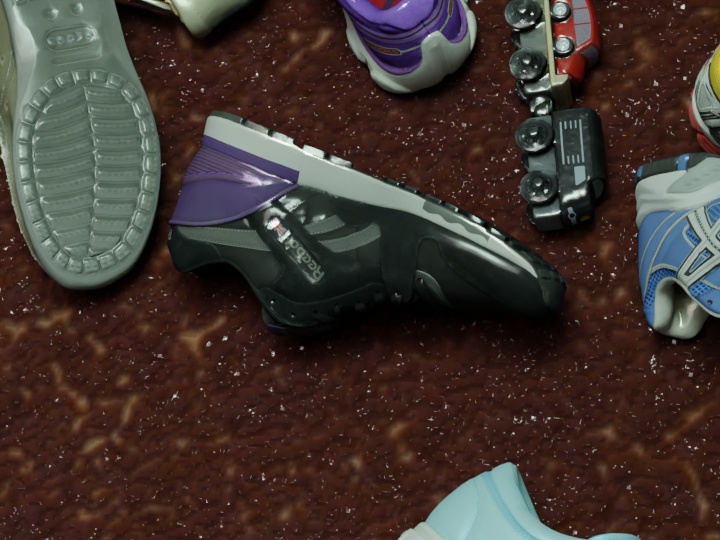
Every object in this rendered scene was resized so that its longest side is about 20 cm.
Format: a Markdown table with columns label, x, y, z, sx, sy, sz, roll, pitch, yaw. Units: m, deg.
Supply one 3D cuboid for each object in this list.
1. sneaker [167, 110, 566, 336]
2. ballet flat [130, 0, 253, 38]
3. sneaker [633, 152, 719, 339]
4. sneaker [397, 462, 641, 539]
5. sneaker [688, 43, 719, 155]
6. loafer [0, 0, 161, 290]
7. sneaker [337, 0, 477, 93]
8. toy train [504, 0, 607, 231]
| label | x | y | z | sx | sy | sz | roll | pitch | yaw |
| --- | --- | --- | --- | --- | --- | --- | --- | --- | --- |
| sneaker | 0.000 | 0.000 | 1.209 | 0.200 | 0.076 | 0.088 | 23 | 88 | 26 |
| ballet flat | -0.135 | -0.185 | 1.324 | 0.200 | 0.070 | 0.069 | 38 | 79 | 25 |
| sneaker | 0.190 | -0.014 | 1.117 | 0.075 | 0.200 | 0.077 | 13 | 78 | -25 |
| sneaker | 0.105 | 0.155 | 1.099 | 0.082 | 0.074 | 0.200 | -46 | 64 | -5 |
| sneaker | 0.247 | -0.105 | 1.172 | 0.199 | 0.082 | 0.078 | -25 | 74 | 2 |
| loafer | -0.146 | -0.084 | 1.283 | 0.075 | 0.070 | 0.201 | -4 | 74 | -16 |
| sneaker | -0.007 | -0.182 | 1.276 | 0.081 | 0.083 | 0.200 | -35 | 62 | -3 |
| toy train | 0.095 | -0.113 | 1.245 | 0.046 | 0.034 | 0.201 | -7 | 64 | 9 |
